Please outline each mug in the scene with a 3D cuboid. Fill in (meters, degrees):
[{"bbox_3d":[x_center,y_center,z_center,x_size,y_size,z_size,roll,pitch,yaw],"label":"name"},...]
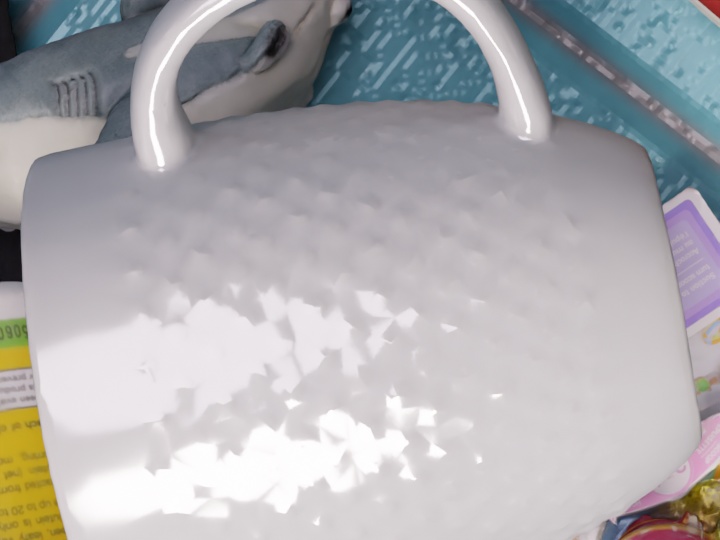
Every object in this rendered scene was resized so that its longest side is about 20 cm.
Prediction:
[{"bbox_3d":[0.000,0.000,0.774,0.175,0.148,0.200,-10,113,3],"label":"mug"}]

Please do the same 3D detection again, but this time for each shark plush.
[{"bbox_3d":[-0.056,-0.084,0.888,0.200,0.091,0.083,-46,77,2],"label":"shark plush"}]

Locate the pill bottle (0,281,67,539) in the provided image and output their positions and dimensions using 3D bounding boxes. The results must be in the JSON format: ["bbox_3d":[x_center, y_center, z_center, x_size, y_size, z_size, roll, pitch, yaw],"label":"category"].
[{"bbox_3d":[-0.117,0.114,0.853,0.111,0.111,0.201,-18,76,12],"label":"pill bottle"}]

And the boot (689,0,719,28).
[{"bbox_3d":[0.138,-0.084,0.803,0.200,0.144,0.072,45,106,21],"label":"boot"}]

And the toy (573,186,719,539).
[{"bbox_3d":[0.107,0.084,0.837,0.115,0.047,0.200,-34,73,9],"label":"toy"}]

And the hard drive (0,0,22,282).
[{"bbox_3d":[-0.185,-0.081,0.905,0.038,0.139,0.201,-26,72,52],"label":"hard drive"}]
